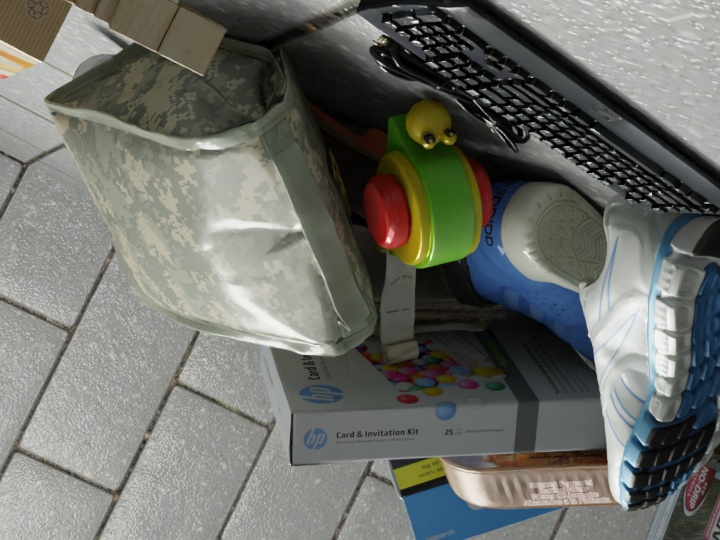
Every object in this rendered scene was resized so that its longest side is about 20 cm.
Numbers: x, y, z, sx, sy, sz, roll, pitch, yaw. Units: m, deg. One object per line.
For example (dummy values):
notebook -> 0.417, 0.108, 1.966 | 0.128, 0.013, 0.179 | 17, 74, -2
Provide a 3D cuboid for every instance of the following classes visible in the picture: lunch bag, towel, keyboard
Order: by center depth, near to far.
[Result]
keyboard -> 0.077, -0.076, 0.706 | 0.200, 0.021, 0.127 | 30, 173, -31
lunch bag -> -0.074, -0.047, 0.895 | 0.200, 0.118, 0.164 | 22, 141, 47
towel -> 0.000, 0.000, 1.027 | 0.200, 0.034, 0.133 | 2, -152, 3

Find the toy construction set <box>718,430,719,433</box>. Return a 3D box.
toy construction set -> 0.297, 0.094, 0.911 | 0.131, 0.092, 0.200 | -7, 165, 30

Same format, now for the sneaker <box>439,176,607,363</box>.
sneaker -> 0.121, 0.005, 0.942 | 0.111, 0.077, 0.200 | 11, 161, 47

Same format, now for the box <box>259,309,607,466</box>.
box -> 0.042, 0.071, 0.965 | 0.200, 0.041, 0.156 | -2, -160, -10

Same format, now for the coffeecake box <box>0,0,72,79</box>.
coffeecake box -> -0.262, -0.189, 0.922 | 0.153, 0.073, 0.200 | 27, 175, -19

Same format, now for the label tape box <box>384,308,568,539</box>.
label tape box -> 0.077, 0.092, 1.088 | 0.143, 0.200, 0.066 | -17, 165, -5

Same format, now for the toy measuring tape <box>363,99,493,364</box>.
toy measuring tape -> 0.037, -0.007, 0.860 | 0.074, 0.074, 0.200 | 24, 133, 24

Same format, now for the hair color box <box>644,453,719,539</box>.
hair color box -> 0.260, 0.173, 0.929 | 0.200, 0.099, 0.061 | 12, -170, -43

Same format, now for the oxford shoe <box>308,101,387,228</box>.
oxford shoe -> -0.040, -0.072, 0.988 | 0.200, 0.073, 0.071 | 24, 175, 21

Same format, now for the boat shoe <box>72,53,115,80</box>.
boat shoe -> -0.164, -0.118, 1.176 | 0.066, 0.072, 0.200 | 16, 178, 36

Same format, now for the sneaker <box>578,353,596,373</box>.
sneaker -> 0.169, 0.040, 1.082 | 0.088, 0.074, 0.200 | 22, 173, 20

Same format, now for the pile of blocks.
pile of blocks -> -0.127, -0.158, 0.701 | 0.200, 0.062, 0.082 | 32, -170, 24

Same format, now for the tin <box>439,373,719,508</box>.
tin -> 0.146, 0.109, 0.975 | 0.200, 0.112, 0.042 | -6, 119, 28

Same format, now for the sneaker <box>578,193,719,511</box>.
sneaker -> 0.157, 0.042, 0.827 | 0.075, 0.200, 0.087 | -20, -141, -33
